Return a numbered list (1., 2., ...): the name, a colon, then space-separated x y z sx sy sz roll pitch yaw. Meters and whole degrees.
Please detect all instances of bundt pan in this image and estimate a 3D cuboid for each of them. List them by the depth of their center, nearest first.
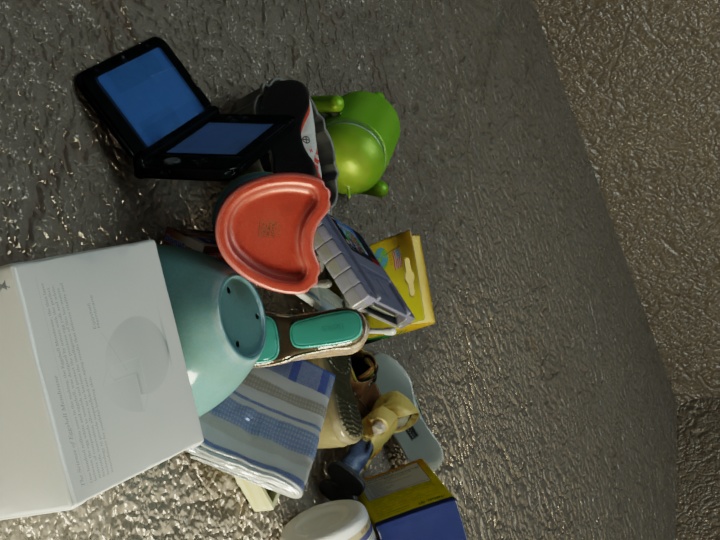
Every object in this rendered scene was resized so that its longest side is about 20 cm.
1. bundt pan: -0.112 -0.146 1.465 0.202 0.076 0.203 34 50 -53

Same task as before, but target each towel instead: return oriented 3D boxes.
1. towel: -0.111 0.160 1.280 0.146 0.024 0.200 24 39 -6

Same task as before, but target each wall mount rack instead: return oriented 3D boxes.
1. wall mount rack: -0.036 0.025 1.459 0.200 0.075 0.174 36 18 -28

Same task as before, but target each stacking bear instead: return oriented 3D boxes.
1. stacking bear: -0.104 -0.055 1.207 0.200 0.113 0.122 -131 -130 -78

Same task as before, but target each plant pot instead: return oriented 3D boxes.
1. plant pot: -0.177 0.061 1.158 0.200 0.134 0.201 41 43 -53

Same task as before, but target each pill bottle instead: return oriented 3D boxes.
1. pill bottle: -0.016 0.394 1.367 0.111 0.111 0.201 -41 114 -63

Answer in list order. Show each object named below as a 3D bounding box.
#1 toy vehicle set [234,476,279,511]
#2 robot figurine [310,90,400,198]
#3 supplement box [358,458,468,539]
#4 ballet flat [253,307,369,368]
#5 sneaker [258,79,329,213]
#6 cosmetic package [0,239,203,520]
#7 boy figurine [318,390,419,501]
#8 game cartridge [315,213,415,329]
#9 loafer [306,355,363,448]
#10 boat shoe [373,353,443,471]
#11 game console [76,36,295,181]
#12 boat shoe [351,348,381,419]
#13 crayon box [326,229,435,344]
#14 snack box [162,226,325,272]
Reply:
1. toy vehicle set: -0.113 0.179 1.368 0.125 0.026 0.200 64 27 -25
2. robot figurine: -0.007 -0.193 1.676 0.176 0.115 0.200 62 28 -27
3. supplement box: 0.068 0.340 1.477 0.200 0.108 0.110 -147 -140 -79
4. ballet flat: -0.087 0.083 1.299 0.067 0.199 0.068 74 15 -73
5. sneaker: -0.081 -0.135 1.380 0.108 0.067 0.202 80 -1 -51
6. cosmetic package: -0.259 0.090 0.979 0.200 0.123 0.200 -16 93 -67
7. boy figurine: 0.015 0.239 1.526 0.200 0.064 0.125 -44 163 -51
8. game cartridge: 0.000 0.000 1.351 0.130 0.038 0.200 62 11 17
9. loafer: -0.051 0.140 1.414 0.076 0.067 0.200 43 25 -41
10. boat shoe: 0.057 0.214 1.686 0.201 0.071 0.064 64 -6 -9
11. game console: -0.188 -0.187 1.253 0.200 0.175 0.117 -53 142 -59
12. boat shoe: -0.009 0.148 1.558 0.200 0.068 0.072 50 35 -45
13. crayon box: 0.035 0.027 1.557 0.051 0.200 0.128 -3 79 -36
14. snack box: -0.133 -0.023 1.315 0.200 0.072 0.024 4 106 -49
